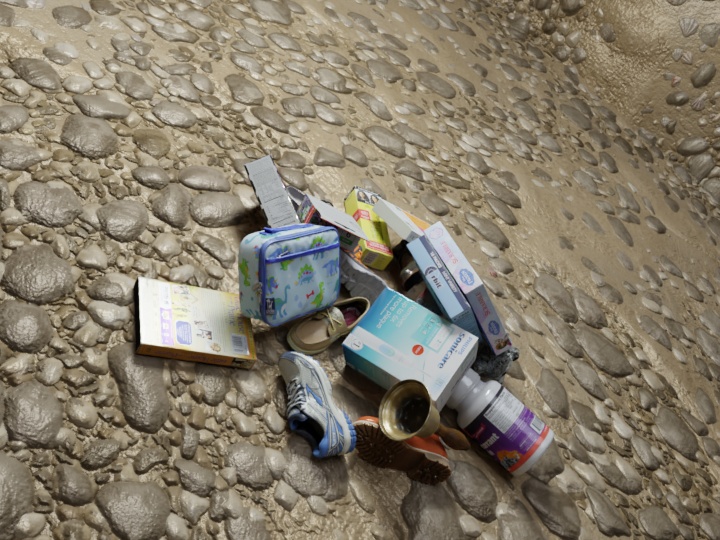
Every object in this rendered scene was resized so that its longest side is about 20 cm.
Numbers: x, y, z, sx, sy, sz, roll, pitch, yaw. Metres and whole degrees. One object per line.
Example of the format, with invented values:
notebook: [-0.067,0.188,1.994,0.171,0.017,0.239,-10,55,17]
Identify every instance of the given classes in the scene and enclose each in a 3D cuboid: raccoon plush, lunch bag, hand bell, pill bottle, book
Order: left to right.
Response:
lunch bag: [-0.122,0.000,1.452,0.082,0.161,0.200,12,17,39]
book: [0.129,-0.076,1.798,0.200,0.048,0.134,28,14,-45]
hand bell: [0.130,0.268,1.401,0.200,0.104,0.104,37,29,-41]
raccoon plush: [0.238,0.137,1.661,0.200,0.097,0.134,55,10,15]
pill bottle: [0.251,0.278,1.551,0.200,0.112,0.111,42,37,7]

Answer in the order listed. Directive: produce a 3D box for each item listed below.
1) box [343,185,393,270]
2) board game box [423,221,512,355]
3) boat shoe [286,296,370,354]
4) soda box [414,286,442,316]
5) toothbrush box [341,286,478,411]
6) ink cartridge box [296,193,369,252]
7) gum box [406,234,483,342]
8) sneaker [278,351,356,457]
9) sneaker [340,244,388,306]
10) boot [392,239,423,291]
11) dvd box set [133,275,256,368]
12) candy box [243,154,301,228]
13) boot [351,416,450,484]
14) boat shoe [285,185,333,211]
box: [0.016,-0.094,1.807,0.075,0.050,0.200,18,42,-26]
board game box: [0.206,0.034,1.595,0.200,0.041,0.200,58,3,-42]
boat shoe: [-0.056,0.094,1.534,0.074,0.066,0.200,47,38,13]
soda box: [0.151,0.066,1.731,0.064,0.068,0.200,41,38,5]
toothbrush box: [0.089,0.146,1.488,0.200,0.085,0.147,31,65,20]
ink cartridge box: [-0.056,-0.084,1.590,0.109,0.050,0.200,26,11,-18]
gum box: [0.162,0.046,1.572,0.170,0.044,0.200,61,1,26]
sneaker: [-0.087,0.221,1.369,0.085,0.077,0.200,-15,60,-42]
sneaker: [0.000,0.000,1.674,0.200,0.078,0.112,44,23,-10]
boot: [0.093,-0.015,1.748,0.097,0.075,0.200,42,15,8]
dvd box set: [-0.277,0.087,1.390,0.199,0.029,0.147,11,43,-29]
candy box: [-0.155,-0.106,1.609,0.061,0.136,0.200,-22,59,-4]
boot: [0.064,0.285,1.431,0.200,0.075,0.107,30,33,-24]
boat shoe: [-0.082,-0.117,1.739,0.200,0.065,0.072,42,37,7]
